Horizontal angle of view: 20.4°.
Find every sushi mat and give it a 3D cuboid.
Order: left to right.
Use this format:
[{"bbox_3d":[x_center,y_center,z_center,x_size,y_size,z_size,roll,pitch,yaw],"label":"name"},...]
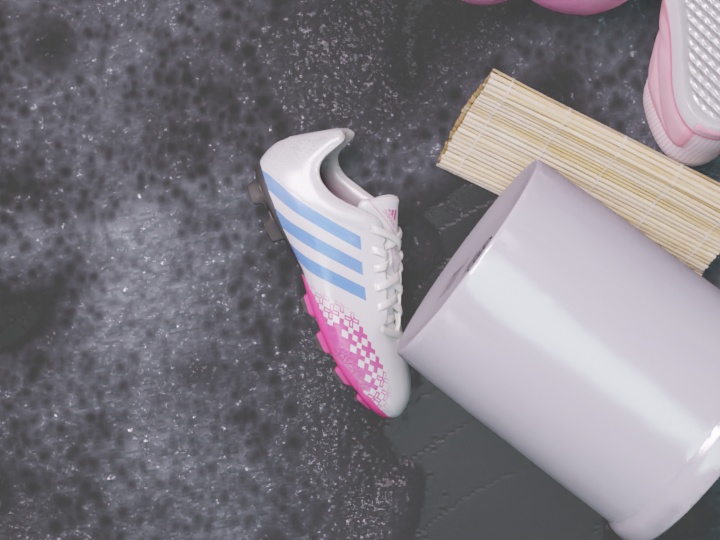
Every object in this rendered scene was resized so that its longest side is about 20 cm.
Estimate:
[{"bbox_3d":[0.154,-0.058,1.326,0.199,0.012,0.096,26,139,-3],"label":"sushi mat"}]

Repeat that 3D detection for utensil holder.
[{"bbox_3d":[0.147,0.049,1.292,0.199,0.170,0.170,37,98,-4],"label":"utensil holder"}]

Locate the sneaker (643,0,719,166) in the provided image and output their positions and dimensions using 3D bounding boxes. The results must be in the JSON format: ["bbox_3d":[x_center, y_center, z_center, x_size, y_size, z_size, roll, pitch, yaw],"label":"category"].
[{"bbox_3d":[0.224,-0.163,1.311,0.075,0.105,0.202,7,70,-3],"label":"sneaker"}]

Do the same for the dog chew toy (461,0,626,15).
[{"bbox_3d":[0.091,-0.224,1.276,0.198,0.125,0.126,-2,99,9],"label":"dog chew toy"}]

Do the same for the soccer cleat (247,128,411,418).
[{"bbox_3d":[0.000,0.000,1.330,0.086,0.070,0.201,-25,97,16],"label":"soccer cleat"}]
